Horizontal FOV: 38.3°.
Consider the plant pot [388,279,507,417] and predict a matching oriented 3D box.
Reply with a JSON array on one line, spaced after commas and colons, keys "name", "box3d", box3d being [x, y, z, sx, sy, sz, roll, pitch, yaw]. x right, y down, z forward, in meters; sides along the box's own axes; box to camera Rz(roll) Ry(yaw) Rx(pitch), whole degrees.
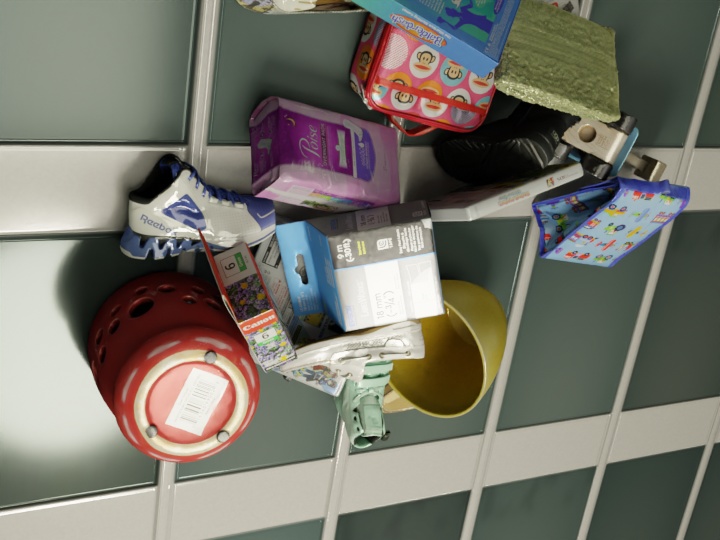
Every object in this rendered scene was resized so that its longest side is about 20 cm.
[{"name": "plant pot", "box3d": [0.134, 0.092, 1.516, 0.142, 0.199, 0.201, -32, 130, -45]}]

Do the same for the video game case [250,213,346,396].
[{"name": "video game case", "box3d": [-0.074, 0.048, 1.405, 0.181, 0.022, 0.201, 23, 102, -6]}]

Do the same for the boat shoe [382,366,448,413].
[{"name": "boat shoe", "box3d": [0.115, 0.172, 1.594, 0.199, 0.076, 0.072, -25, 124, -17]}]

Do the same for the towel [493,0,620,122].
[{"name": "towel", "box3d": [0.257, -0.274, 1.352, 0.199, 0.036, 0.149, 11, 69, -25]}]

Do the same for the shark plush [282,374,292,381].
[{"name": "shark plush", "box3d": [-0.034, 0.081, 1.468, 0.201, 0.091, 0.083, -63, 167, 2]}]

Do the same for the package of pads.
[{"name": "package of pads", "box3d": [-0.041, -0.140, 1.322, 0.199, 0.076, 0.121, 10, 65, -34]}]

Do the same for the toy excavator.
[{"name": "toy excavator", "box3d": [0.371, -0.189, 1.558, 0.194, 0.200, 0.100, 28, 102, 8]}]

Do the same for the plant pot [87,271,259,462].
[{"name": "plant pot", "box3d": [-0.231, 0.123, 1.290, 0.199, 0.183, 0.202, -7, 112, -17]}]

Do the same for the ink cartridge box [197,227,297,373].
[{"name": "ink cartridge box", "box3d": [-0.136, 0.032, 1.277, 0.050, 0.109, 0.200, -23, 147, -3]}]

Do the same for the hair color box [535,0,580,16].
[{"name": "hair color box", "box3d": [0.222, -0.409, 1.377, 0.110, 0.064, 0.201, -25, 122, -16]}]

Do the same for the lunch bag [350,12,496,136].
[{"name": "lunch bag", "box3d": [0.087, -0.262, 1.365, 0.199, 0.082, 0.177, 9, 113, -31]}]

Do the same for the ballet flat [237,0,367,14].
[{"name": "ballet flat", "box3d": [-0.051, -0.341, 1.248, 0.199, 0.072, 0.072, -9, 118, -26]}]

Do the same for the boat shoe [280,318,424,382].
[{"name": "boat shoe", "box3d": [-0.011, 0.115, 1.368, 0.199, 0.071, 0.070, -14, 91, 2]}]

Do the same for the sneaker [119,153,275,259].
[{"name": "sneaker", "box3d": [-0.199, -0.086, 1.280, 0.198, 0.081, 0.116, -11, 121, -24]}]

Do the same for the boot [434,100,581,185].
[{"name": "boot", "box3d": [0.220, -0.200, 1.438, 0.168, 0.200, 0.077, -48, 119, -33]}]

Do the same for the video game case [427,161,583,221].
[{"name": "video game case", "box3d": [0.177, -0.105, 1.421, 0.181, 0.200, 0.023, -22, 99, -20]}]

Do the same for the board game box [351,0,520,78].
[{"name": "board game box", "box3d": [0.096, -0.348, 1.257, 0.199, 0.045, 0.153, 28, 65, -13]}]

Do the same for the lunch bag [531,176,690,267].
[{"name": "lunch bag", "box3d": [0.381, -0.084, 1.542, 0.150, 0.200, 0.095, 6, 68, -33]}]

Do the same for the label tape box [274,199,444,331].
[{"name": "label tape box", "box3d": [0.000, 0.000, 1.332, 0.199, 0.063, 0.145, -10, 119, 1]}]

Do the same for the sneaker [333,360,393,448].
[{"name": "sneaker", "box3d": [0.022, 0.167, 1.469, 0.073, 0.119, 0.201, -3, 138, -22]}]
